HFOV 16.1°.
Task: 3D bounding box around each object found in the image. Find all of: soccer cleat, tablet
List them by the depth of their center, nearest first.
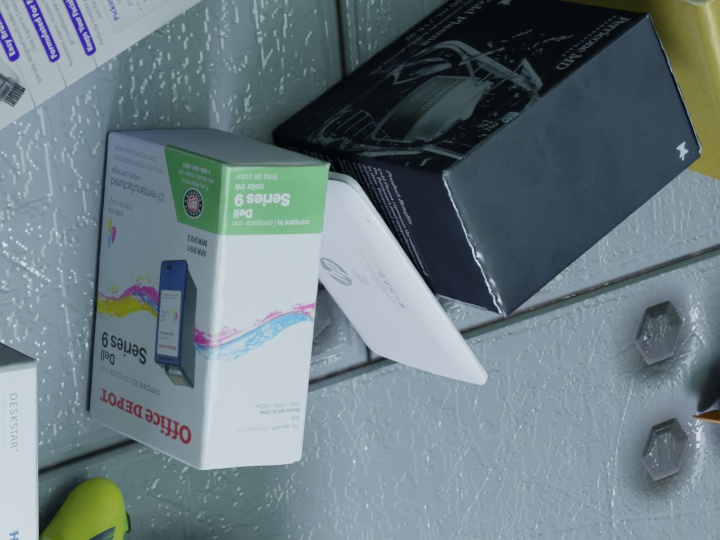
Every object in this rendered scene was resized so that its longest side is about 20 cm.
[{"bbox_3d":[-0.219,0.222,1.674,0.084,0.065,0.200,33,81,-37],"label":"soccer cleat"},{"bbox_3d":[0.000,0.000,1.742,0.014,0.130,0.200,-49,126,-21],"label":"tablet"}]

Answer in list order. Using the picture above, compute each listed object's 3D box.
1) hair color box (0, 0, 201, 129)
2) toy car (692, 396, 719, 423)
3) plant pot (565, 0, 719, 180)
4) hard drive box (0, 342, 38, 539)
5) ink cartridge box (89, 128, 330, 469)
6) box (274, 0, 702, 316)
[{"bbox_3d":[-0.191,-0.181,1.594,0.200,0.065,0.109,-36,121,-27],"label":"hair color box"},{"bbox_3d":[0.365,0.107,2.034,0.200,0.177,0.185,-13,99,-21],"label":"toy car"},{"bbox_3d":[0.269,-0.179,1.871,0.195,0.194,0.200,-36,127,-25],"label":"plant pot"},{"bbox_3d":[-0.303,0.135,1.580,0.200,0.077,0.156,-7,106,-35],"label":"hard drive box"},{"bbox_3d":[-0.100,0.016,1.660,0.087,0.145,0.200,-4,104,-36],"label":"ink cartridge box"},{"bbox_3d":[0.086,-0.086,1.743,0.200,0.197,0.124,-39,122,-24],"label":"box"}]
